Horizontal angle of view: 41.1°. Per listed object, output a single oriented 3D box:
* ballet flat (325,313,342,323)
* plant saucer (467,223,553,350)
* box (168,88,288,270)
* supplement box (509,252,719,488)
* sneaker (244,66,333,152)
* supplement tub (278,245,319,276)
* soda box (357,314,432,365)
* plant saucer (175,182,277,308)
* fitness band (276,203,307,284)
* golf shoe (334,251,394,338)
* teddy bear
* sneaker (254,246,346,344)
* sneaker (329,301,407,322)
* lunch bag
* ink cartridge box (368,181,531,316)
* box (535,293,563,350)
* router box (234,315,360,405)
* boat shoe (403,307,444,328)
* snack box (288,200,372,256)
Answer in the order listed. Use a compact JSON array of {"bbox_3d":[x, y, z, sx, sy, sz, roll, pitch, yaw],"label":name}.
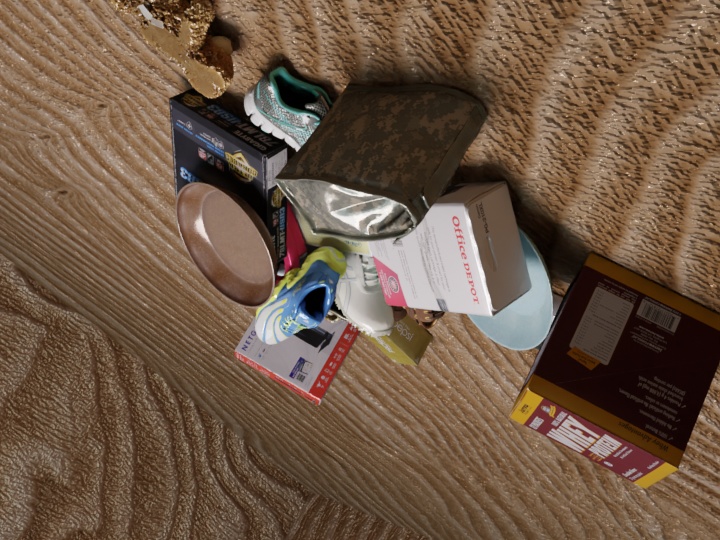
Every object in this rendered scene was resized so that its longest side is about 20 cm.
[{"bbox_3d":[-0.097,0.022,1.700,0.199,0.064,0.076,34,126,2],"label":"ballet flat"},{"bbox_3d":[0.188,0.005,1.253,0.201,0.039,0.202,38,141,38],"label":"plant saucer"},{"bbox_3d":[-0.187,-0.129,1.366,0.199,0.050,0.200,33,136,28],"label":"box"},{"bbox_3d":[0.322,0.127,1.198,0.196,0.201,0.133,27,160,9],"label":"supplement box"},{"bbox_3d":[-0.052,-0.180,1.191,0.199,0.078,0.091,31,156,-6],"label":"sneaker"},{"bbox_3d":[-0.136,-0.033,1.566,0.199,0.123,0.123,25,159,13],"label":"supplement tub"},{"bbox_3d":[0.037,0.086,1.688,0.067,0.064,0.200,3,146,50],"label":"soda box"},{"bbox_3d":[-0.183,-0.041,1.361,0.200,0.037,0.202,29,138,30],"label":"plant saucer"},{"bbox_3d":[-0.152,-0.064,1.444,0.143,0.037,0.201,0,116,47],"label":"fitness band"},{"bbox_3d":[0.000,0.000,1.419,0.201,0.078,0.097,63,148,19],"label":"golf shoe"},{"bbox_3d":[-0.224,-0.304,1.167,0.200,0.067,0.145,38,150,-2],"label":"teddy bear"},{"bbox_3d":[-0.096,0.054,1.382,0.075,0.105,0.200,31,120,-13],"label":"sneaker"},{"bbox_3d":[-0.002,0.060,1.503,0.199,0.071,0.076,15,-152,-31],"label":"sneaker"},{"bbox_3d":[0.034,-0.119,1.077,0.199,0.164,0.118,9,146,45],"label":"lunch bag"},{"bbox_3d":[0.106,-0.030,1.218,0.199,0.084,0.146,4,116,51],"label":"ink cartridge box"},{"bbox_3d":[0.260,0.073,1.395,0.199,0.036,0.145,25,158,18],"label":"box"},{"bbox_3d":[-0.102,0.112,1.743,0.179,0.201,0.049,29,160,4],"label":"router box"},{"bbox_3d":[0.108,0.039,1.447,0.068,0.072,0.200,59,169,12],"label":"boat shoe"},{"bbox_3d":[-0.057,-0.091,1.385,0.199,0.037,0.117,12,127,41],"label":"snack box"}]
